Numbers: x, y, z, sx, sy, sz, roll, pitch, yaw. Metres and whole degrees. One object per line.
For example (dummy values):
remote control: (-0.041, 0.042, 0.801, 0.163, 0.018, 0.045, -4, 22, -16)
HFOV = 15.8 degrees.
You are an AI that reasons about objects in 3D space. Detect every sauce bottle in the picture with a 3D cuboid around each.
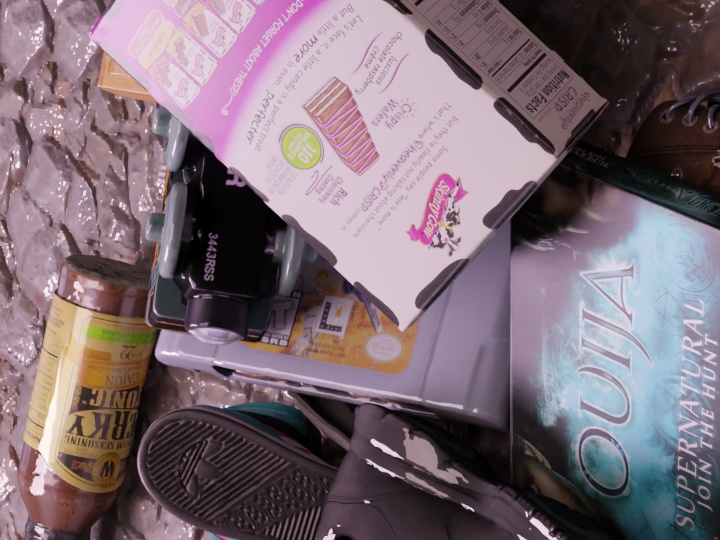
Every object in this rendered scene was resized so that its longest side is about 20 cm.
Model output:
sauce bottle: (-0.162, 0.095, 1.494, 0.064, 0.064, 0.202, 22, 104, 41)

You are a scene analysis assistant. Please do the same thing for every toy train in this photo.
toy train: (-0.064, -0.057, 1.268, 0.114, 0.084, 0.202, 132, 145, -73)

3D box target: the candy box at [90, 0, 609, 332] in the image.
candy box: (-0.007, -0.090, 1.151, 0.200, 0.061, 0.136, 44, 132, 2)

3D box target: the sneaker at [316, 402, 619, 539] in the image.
sneaker: (0.056, 0.138, 1.220, 0.200, 0.076, 0.091, 29, 92, 46)

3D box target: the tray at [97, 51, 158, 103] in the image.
tray: (-0.036, -0.127, 1.350, 0.198, 0.037, 0.100, 10, 88, 22)

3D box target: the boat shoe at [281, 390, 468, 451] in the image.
boat shoe: (-0.024, 0.031, 1.364, 0.200, 0.065, 0.074, 41, 115, 36)

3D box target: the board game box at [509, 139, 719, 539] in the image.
board game box: (0.126, 0.046, 1.191, 0.135, 0.028, 0.201, 24, 129, 38)

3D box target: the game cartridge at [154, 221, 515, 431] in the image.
game cartridge: (0.000, 0.000, 1.309, 0.199, 0.042, 0.134, 9, 79, 26)

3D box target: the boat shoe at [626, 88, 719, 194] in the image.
boat shoe: (0.157, -0.044, 1.189, 0.199, 0.072, 0.073, -22, 81, 41)

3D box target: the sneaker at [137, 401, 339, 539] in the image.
sneaker: (-0.022, 0.131, 1.350, 0.199, 0.121, 0.084, 32, 93, -1)
